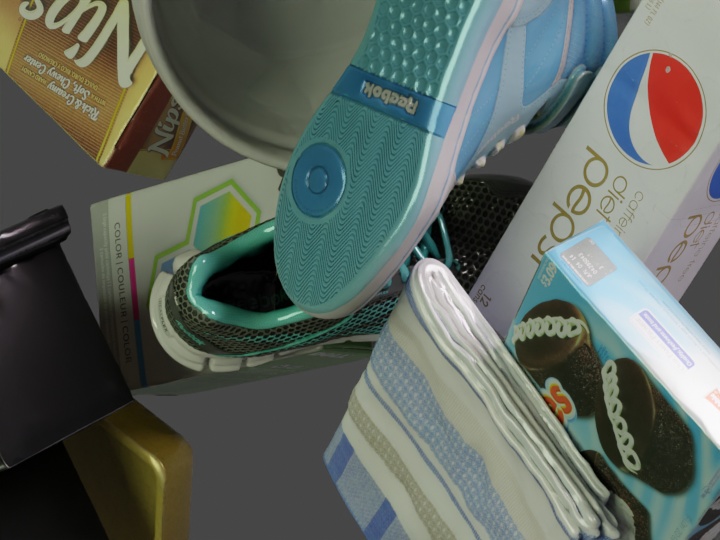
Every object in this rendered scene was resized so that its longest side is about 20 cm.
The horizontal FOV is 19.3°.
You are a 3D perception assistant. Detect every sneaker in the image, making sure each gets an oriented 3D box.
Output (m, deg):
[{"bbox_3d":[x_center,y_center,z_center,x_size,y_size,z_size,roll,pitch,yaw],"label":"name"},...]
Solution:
[{"bbox_3d":[0.049,-0.062,0.929,0.079,0.130,0.201,35,103,36],"label":"sneaker"},{"bbox_3d":[0.000,0.000,0.983,0.199,0.091,0.078,-17,83,-6],"label":"sneaker"}]

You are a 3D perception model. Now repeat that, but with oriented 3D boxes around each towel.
[{"bbox_3d":[0.041,0.098,0.957,0.147,0.024,0.200,56,152,18],"label":"towel"}]

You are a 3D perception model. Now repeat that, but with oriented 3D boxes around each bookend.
[{"bbox_3d":[-0.181,0.097,1.023,0.198,0.092,0.201,-20,96,52],"label":"bookend"}]

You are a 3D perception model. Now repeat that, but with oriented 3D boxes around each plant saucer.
[{"bbox_3d":[-0.153,0.120,1.119,0.200,0.048,0.201,34,134,34],"label":"plant saucer"}]

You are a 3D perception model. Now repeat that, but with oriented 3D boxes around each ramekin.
[{"bbox_3d":[-0.017,-0.155,0.990,0.201,0.199,0.105,-61,28,15],"label":"ramekin"}]

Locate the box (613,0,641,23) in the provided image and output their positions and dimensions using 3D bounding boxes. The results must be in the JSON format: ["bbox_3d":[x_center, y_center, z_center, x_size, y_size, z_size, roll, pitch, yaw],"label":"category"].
[{"bbox_3d":[0.181,-0.185,0.946,0.199,0.036,0.145,3,88,35],"label":"box"}]

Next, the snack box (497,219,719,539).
[{"bbox_3d":[0.101,0.082,0.907,0.116,0.037,0.200,50,149,21],"label":"snack box"}]

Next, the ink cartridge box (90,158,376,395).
[{"bbox_3d":[-0.045,-0.001,1.078,0.199,0.059,0.104,-13,79,35],"label":"ink cartridge box"}]

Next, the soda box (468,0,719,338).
[{"bbox_3d":[0.130,-0.045,0.930,0.068,0.064,0.201,44,122,26],"label":"soda box"}]

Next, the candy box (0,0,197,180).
[{"bbox_3d":[-0.154,-0.154,1.174,0.200,0.055,0.116,42,109,31],"label":"candy box"}]
